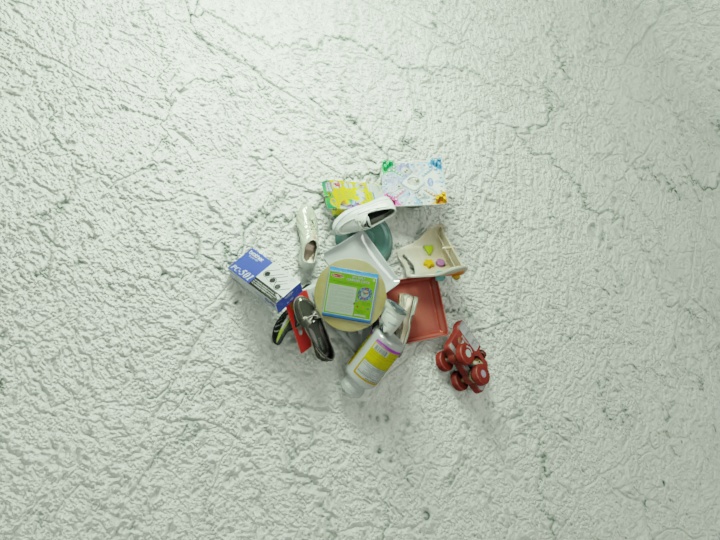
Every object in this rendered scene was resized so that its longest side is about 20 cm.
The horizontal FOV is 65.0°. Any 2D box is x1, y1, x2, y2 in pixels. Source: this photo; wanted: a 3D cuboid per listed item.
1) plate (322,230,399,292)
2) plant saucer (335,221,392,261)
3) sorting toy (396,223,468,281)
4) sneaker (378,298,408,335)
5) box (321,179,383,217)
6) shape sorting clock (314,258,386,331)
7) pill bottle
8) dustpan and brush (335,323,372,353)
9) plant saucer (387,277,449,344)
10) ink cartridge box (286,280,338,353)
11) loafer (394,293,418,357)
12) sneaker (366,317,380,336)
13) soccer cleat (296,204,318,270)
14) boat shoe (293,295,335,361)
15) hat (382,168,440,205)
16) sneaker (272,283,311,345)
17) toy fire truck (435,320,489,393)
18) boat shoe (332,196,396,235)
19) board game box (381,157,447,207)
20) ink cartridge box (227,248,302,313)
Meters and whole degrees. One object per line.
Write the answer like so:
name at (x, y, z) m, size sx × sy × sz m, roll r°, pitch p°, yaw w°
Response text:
plate at (0.000, 0.000, 1.657) m, size 0.201 × 0.032 × 0.199 m, roll 53°, pitch 45°, yaw 2°
plant saucer at (0.019, -0.100, 1.755) m, size 0.198 × 0.036 × 0.202 m, roll 5°, pitch 77°, yaw -24°
sorting toy at (0.214, -0.034, 1.791) m, size 0.178 × 0.107 × 0.201 m, roll -9°, pitch 48°, yaw -13°
sneaker at (0.080, 0.129, 1.589) m, size 0.074 × 0.200 × 0.088 m, roll 29°, pitch 92°, yaw 1°
box at (-0.022, -0.216, 1.734) m, size 0.198 × 0.048 × 0.118 m, roll 3°, pitch 55°, yaw -26°
shape sorting clock at (-0.028, 0.067, 1.556) m, size 0.198 × 0.039 × 0.202 m, roll 0°, pitch 94°, yaw 1°
pill bottle at (0.028, 0.263, 1.604) m, size 0.104 × 0.104 × 0.201 m, roll 33°, pitch 102°, yaw -15°
dustpan and brush at (0.006, 0.126, 1.648) m, size 0.140 × 0.057 × 0.201 m, roll 53°, pitch 41°, yaw -37°
plant saucer at (0.170, 0.122, 1.776) m, size 0.198 × 0.037 × 0.202 m, roll -8°, pitch 82°, yaw -26°
ink cartridge box at (-0.112, 0.118, 1.584) m, size 0.200 × 0.050 × 0.162 m, roll -32°, pitch 110°, yaw -50°
loafer at (0.118, 0.162, 1.693) m, size 0.062 × 0.072 × 0.201 m, roll 20°, pitch 64°, yaw -2°
sneaker at (0.060, 0.140, 1.717) m, size 0.082 × 0.070 × 0.202 m, roll 23°, pitch 62°, yaw -49°
soccer cleat at (-0.150, -0.101, 1.653) m, size 0.069 × 0.077 × 0.202 m, roll 5°, pitch 77°, yaw -24°
boat shoe at (-0.118, 0.158, 1.526) m, size 0.067 × 0.057 × 0.201 m, roll -34°, pitch 114°, yaw -31°
hat at (0.169, -0.252, 1.825) m, size 0.198 × 0.081 × 0.202 m, roll -1°, pitch 52°, yaw 1°
sneaker at (-0.174, 0.133, 1.596) m, size 0.081 × 0.074 × 0.201 m, roll 42°, pitch 67°, yaw -14°
toy fire truck at (0.343, 0.277, 1.792) m, size 0.201 × 0.112 × 0.168 m, roll 52°, pitch 45°, yaw -9°
boat shoe at (0.011, -0.154, 1.672) m, size 0.199 × 0.066 × 0.074 m, roll -29°, pitch 133°, yaw 0°
board game box at (0.167, -0.281, 1.779) m, size 0.198 × 0.026 × 0.201 m, roll -2°, pitch 51°, yaw 1°
ink cartridge box at (-0.259, 0.024, 1.530) m, size 0.199 × 0.044 × 0.094 m, roll 32°, pitch 60°, yaw 29°
